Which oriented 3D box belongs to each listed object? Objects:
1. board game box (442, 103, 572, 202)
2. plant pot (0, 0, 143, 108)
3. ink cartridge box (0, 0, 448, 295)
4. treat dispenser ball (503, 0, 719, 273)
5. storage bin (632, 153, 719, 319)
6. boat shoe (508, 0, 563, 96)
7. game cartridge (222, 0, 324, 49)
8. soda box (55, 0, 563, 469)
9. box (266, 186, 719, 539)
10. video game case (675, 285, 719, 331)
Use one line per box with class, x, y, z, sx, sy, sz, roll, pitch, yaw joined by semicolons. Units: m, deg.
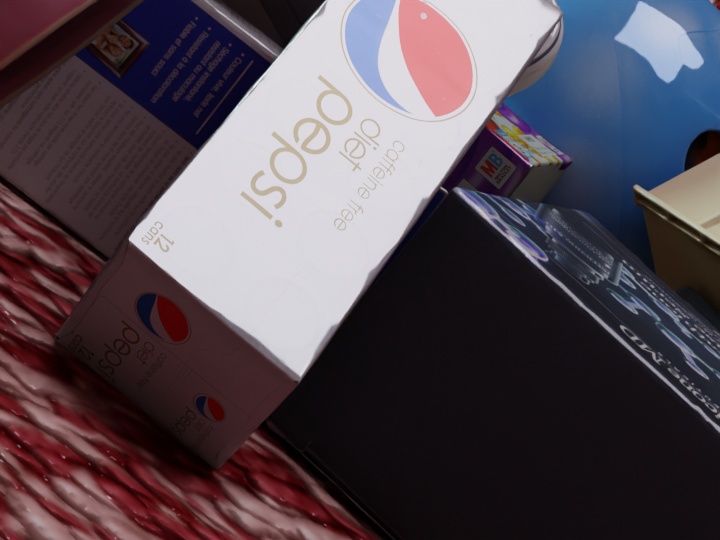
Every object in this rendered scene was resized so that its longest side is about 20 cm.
board game box;-0.018;-0.074;1.080;0.200;0.105;0.103;41;12;10
plant pot;-0.150;-0.134;0.709;0.180;0.199;0.200;54;10;-5
ink cartridge box;-0.075;-0.055;0.837;0.200;0.095;0.037;38;10;-8
treat dispenser ball;0.108;-0.063;1.204;0.200;0.201;0.201;38;11;-9
storage bin;0.228;0.058;1.078;0.198;0.093;0.201;40;-30;54
boat shoe;-0.006;-0.116;0.985;0.198;0.065;0.074;2;63;-13
game cartridge;-0.076;-0.114;0.897;0.198;0.041;0.133;4;-22;21
soda box;-0.012;-0.034;0.763;0.068;0.064;0.200;39;50;-4
box;0.080;0.060;0.862;0.148;0.107;0.200;43;12;14
video game case;0.199;0.117;1.055;0.200;0.019;0.144;48;-24;41
